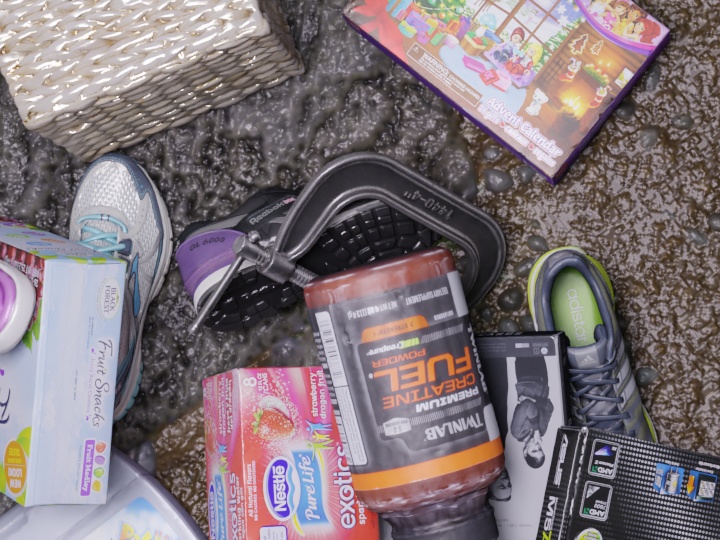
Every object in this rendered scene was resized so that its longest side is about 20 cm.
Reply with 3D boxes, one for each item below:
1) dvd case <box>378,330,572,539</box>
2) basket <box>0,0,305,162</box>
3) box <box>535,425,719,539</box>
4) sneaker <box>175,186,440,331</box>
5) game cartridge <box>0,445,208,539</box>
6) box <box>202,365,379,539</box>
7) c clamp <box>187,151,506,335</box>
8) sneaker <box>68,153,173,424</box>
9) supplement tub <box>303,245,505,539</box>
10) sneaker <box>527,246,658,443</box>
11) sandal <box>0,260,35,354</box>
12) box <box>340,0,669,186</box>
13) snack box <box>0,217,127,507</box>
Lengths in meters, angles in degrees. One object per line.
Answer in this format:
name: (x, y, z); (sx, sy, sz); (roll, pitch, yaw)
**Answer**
dvd case: (0.078, 0.144, 1.538); (0.150, 0.025, 0.201); (-2, 97, 24)
basket: (-0.163, -0.191, 1.565); (0.199, 0.198, 0.161); (-21, 83, 5)
box: (0.209, 0.218, 1.498); (0.199, 0.047, 0.194); (14, 82, -19)
sneaker: (-0.038, -0.036, 1.592); (0.199, 0.076, 0.088); (-20, 52, -9)
game cartridge: (-0.167, 0.230, 1.599); (0.133, 0.040, 0.200); (-37, 80, -1)
box: (-0.048, 0.168, 1.542); (0.099, 0.095, 0.201); (-1, 83, -21)
c clamp: (0.000, 0.000, 1.555); (0.200, 0.027, 0.171); (22, 108, -29)
sneaker: (-0.184, 0.012, 1.599); (0.077, 0.086, 0.201); (3, 84, 7)
supplement tub: (0.035, 0.091, 1.478); (0.107, 0.107, 0.201); (-15, 91, 6)
sneaker: (0.158, 0.077, 1.545); (0.074, 0.081, 0.201); (-18, 81, 6)
sandal: (-0.295, 0.005, 1.477); (0.202, 0.050, 0.083); (8, 75, 38)
box: (0.105, -0.176, 1.604); (0.200, 0.039, 0.137); (38, 89, 11)
snack box: (-0.238, 0.059, 1.536); (0.067, 0.200, 0.169); (1, 100, -31)
